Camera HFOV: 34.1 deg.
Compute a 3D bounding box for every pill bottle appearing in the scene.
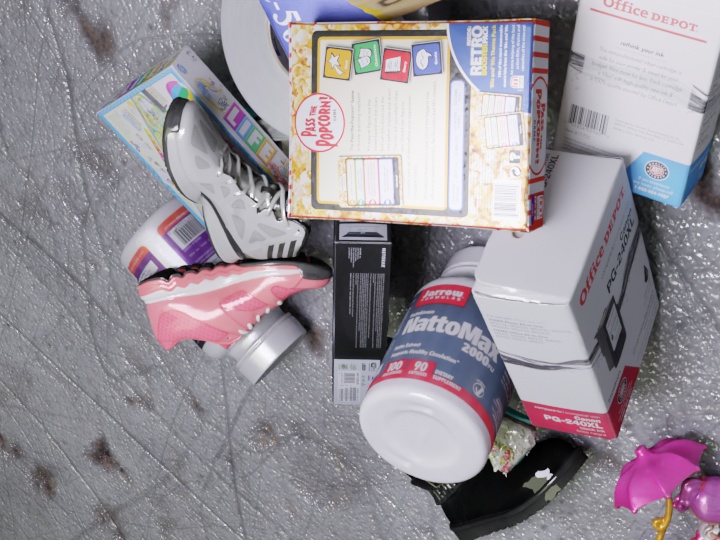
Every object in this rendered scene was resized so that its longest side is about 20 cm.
[{"bbox_3d":[0.086,0.077,1.055,0.118,0.201,0.121,15,137,15],"label":"pill bottle"},{"bbox_3d":[-0.154,0.023,1.267,0.200,0.111,0.112,46,133,4],"label":"pill bottle"}]

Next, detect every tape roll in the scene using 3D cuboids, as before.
[{"bbox_3d":[-0.022,-0.215,1.028,0.197,0.066,0.204,6,107,22],"label":"tape roll"}]

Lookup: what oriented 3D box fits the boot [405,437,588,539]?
[{"bbox_3d":[0.114,0.182,1.191,0.158,0.079,0.211,51,133,-1],"label":"boot"}]

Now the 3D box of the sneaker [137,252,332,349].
[{"bbox_3d":[-0.121,0.032,1.185,0.197,0.074,0.088,-8,100,5],"label":"sneaker"}]

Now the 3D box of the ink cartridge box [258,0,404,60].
[{"bbox_3d":[-0.006,-0.178,0.960,0.093,0.044,0.202,-23,102,25],"label":"ink cartridge box"}]

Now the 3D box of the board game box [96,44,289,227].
[{"bbox_3d":[-0.148,-0.113,1.150,0.133,0.034,0.200,-17,123,44],"label":"board game box"}]

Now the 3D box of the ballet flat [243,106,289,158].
[{"bbox_3d":[-0.087,-0.133,1.155,0.198,0.067,0.065,-2,106,35],"label":"ballet flat"}]

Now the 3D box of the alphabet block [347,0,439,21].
[{"bbox_3d":[0.047,-0.310,0.806,0.198,0.196,0.198,-18,81,22],"label":"alphabet block"}]

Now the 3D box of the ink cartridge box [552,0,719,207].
[{"bbox_3d":[0.227,-0.166,0.911,0.115,0.068,0.202,22,127,23],"label":"ink cartridge box"}]

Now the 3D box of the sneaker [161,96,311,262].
[{"bbox_3d":[-0.100,-0.084,1.079,0.114,0.076,0.202,0,143,20],"label":"sneaker"}]

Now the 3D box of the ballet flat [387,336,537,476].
[{"bbox_3d":[0.081,0.132,1.138,0.199,0.075,0.065,29,98,35],"label":"ballet flat"}]

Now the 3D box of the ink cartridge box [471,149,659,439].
[{"bbox_3d":[0.174,0.022,0.959,0.082,0.147,0.201,9,148,30],"label":"ink cartridge box"}]

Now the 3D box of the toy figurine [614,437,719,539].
[{"bbox_3d":[0.303,0.246,1.077,0.197,0.150,0.187,3,110,9],"label":"toy figurine"}]

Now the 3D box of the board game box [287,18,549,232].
[{"bbox_3d":[0.041,-0.112,0.891,0.197,0.046,0.154,5,100,23],"label":"board game box"}]

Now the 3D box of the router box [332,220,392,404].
[{"bbox_3d":[0.000,0.000,1.095,0.051,0.159,0.202,1,132,-1],"label":"router box"}]
